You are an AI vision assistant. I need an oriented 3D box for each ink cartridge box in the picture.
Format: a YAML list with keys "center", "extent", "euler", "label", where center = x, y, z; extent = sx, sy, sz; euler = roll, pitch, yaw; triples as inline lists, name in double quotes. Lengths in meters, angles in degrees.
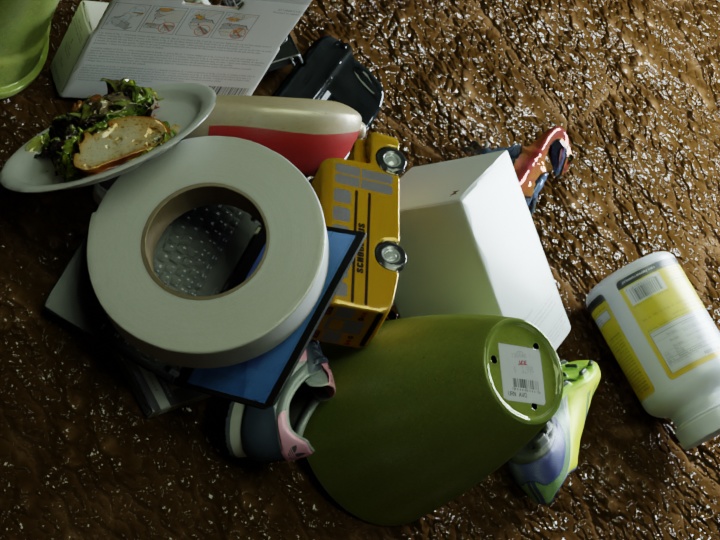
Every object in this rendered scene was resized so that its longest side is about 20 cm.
- center: [-0.165, -0.225, 1.470]
  extent: [0.200, 0.176, 0.045]
  euler: [-1, 57, -34]
  label: "ink cartridge box"

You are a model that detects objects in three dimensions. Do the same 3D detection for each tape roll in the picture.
- center: [-0.127, -0.017, 1.310]
  extent: [0.202, 0.037, 0.203]
  euler: [-1, 66, 3]
  label: "tape roll"

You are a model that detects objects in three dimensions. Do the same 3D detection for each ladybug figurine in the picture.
- center: [-0.093, -0.128, 1.508]
  extent: [0.199, 0.136, 0.072]
  euler: [2, 93, -7]
  label: "ladybug figurine"

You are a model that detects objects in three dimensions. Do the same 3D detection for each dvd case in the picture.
- center: [-0.147, 0.040, 1.420]
  extent: [0.200, 0.016, 0.149]
  euler: [-17, 72, -45]
  label: "dvd case"

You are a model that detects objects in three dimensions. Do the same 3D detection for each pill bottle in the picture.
- center: [0.338, 0.089, 1.718]
  extent: [0.112, 0.112, 0.200]
  euler: [-12, 69, -44]
  label: "pill bottle"

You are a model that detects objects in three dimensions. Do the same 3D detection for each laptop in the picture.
- center: [-0.132, 0.000, 1.328]
  extent: [0.200, 0.103, 0.178]
  euler: [32, 69, -10]
  label: "laptop"

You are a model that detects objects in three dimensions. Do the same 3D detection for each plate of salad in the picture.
- center: [-0.221, -0.125, 1.359]
  extent: [0.200, 0.200, 0.048]
  euler: [-53, 130, -48]
  label: "plate of salad"

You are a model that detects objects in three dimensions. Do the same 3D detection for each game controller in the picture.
- center: [-0.039, -0.168, 1.659]
  extent: [0.104, 0.042, 0.200]
  euler: [51, 40, -18]
  label: "game controller"

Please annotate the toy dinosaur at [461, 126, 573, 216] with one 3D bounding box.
- center: [0.182, -0.094, 1.707]
  extent: [0.181, 0.200, 0.105]
  euler: [-43, 108, -18]
  label: "toy dinosaur"

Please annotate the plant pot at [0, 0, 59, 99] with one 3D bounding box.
- center: [-0.329, -0.282, 1.384]
  extent: [0.200, 0.184, 0.201]
  euler: [22, 48, -27]
  label: "plant pot"

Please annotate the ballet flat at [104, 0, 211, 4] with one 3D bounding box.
- center: [-0.191, -0.244, 1.557]
  extent: [0.200, 0.068, 0.068]
  euler: [-21, 74, -47]
  label: "ballet flat"

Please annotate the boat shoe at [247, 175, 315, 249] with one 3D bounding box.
- center: [-0.069, -0.024, 1.483]
  extent: [0.070, 0.071, 0.200]
  euler: [20, 39, 21]
  label: "boat shoe"

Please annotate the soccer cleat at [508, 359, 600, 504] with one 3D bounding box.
- center: [0.199, 0.160, 1.601]
  extent: [0.200, 0.065, 0.084]
  euler: [-51, 126, -52]
  label: "soccer cleat"

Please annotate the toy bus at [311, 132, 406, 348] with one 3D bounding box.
- center: [-0.005, -0.032, 1.404]
  extent: [0.078, 0.065, 0.200]
  euler: [10, 54, -13]
  label: "toy bus"

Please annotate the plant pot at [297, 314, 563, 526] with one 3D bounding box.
- center: [0.078, 0.114, 1.388]
  extent: [0.187, 0.200, 0.188]
  euler: [17, 63, -35]
  label: "plant pot"

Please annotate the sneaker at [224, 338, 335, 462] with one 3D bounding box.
- center: [-0.051, 0.078, 1.388]
  extent: [0.070, 0.082, 0.200]
  euler: [58, 43, -57]
  label: "sneaker"

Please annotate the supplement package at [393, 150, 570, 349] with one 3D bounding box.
- center: [0.104, 0.003, 1.528]
  extent: [0.117, 0.117, 0.200]
  euler: [-44, 119, -48]
  label: "supplement package"

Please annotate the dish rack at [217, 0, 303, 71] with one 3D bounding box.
- center: [-0.127, -0.295, 1.582]
  extent: [0.154, 0.054, 0.200]
  euler: [63, 1, 20]
  label: "dish rack"

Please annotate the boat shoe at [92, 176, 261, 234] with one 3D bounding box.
- center: [-0.140, -0.080, 1.429]
  extent: [0.199, 0.065, 0.072]
  euler: [6, 36, -8]
  label: "boat shoe"
